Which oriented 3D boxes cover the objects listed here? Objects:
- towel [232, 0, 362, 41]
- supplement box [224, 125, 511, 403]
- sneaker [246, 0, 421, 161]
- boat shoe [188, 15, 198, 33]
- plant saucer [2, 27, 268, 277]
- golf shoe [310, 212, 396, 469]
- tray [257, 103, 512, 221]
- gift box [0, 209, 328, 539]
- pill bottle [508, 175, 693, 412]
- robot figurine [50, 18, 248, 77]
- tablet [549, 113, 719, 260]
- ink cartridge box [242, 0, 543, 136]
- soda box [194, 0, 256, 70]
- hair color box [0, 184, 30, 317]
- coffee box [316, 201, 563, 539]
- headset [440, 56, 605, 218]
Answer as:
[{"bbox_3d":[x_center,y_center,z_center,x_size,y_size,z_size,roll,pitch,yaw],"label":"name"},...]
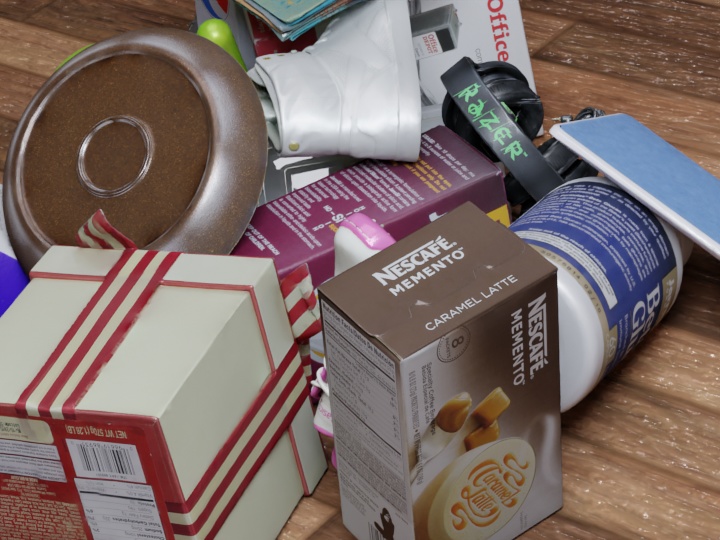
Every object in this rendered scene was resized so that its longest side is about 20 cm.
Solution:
[{"bbox_3d":[-0.040,-0.230,1.738,0.146,0.022,0.200,-28,37,-18],"label":"towel"},{"bbox_3d":[0.000,0.000,1.651,0.199,0.111,0.086,-25,34,-17],"label":"supplement box"},{"bbox_3d":[-0.025,-0.148,1.686,0.115,0.074,0.200,-2,39,-5],"label":"sneaker"},{"bbox_3d":[-0.052,-0.191,2.020,0.199,0.067,0.057,-3,49,25],"label":"boat shoe"},{"bbox_3d":[-0.156,-0.071,1.622,0.199,0.032,0.201,-8,69,22],"label":"plant saucer"},{"bbox_3d":[0.008,0.055,1.487,0.091,0.201,0.075,-34,44,-18],"label":"golf shoe"},{"bbox_3d":[0.004,-0.065,1.778,0.199,0.022,0.108,-10,68,7],"label":"tray"},{"bbox_3d":[-0.127,0.080,1.502,0.184,0.201,0.187,7,36,22],"label":"gift box"},{"bbox_3d":[0.139,0.006,1.573,0.111,0.112,0.200,6,25,29],"label":"pill bottle"},{"bbox_3d":[-0.153,-0.103,1.738,0.176,0.116,0.200,-49,25,-16],"label":"robot figurine"},{"bbox_3d":[0.221,-0.039,1.588,0.200,0.014,0.130,37,22,19],"label":"tablet"},{"bbox_3d":[0.026,-0.154,1.845,0.199,0.147,0.083,-16,33,-1],"label":"ink cartridge box"},{"bbox_3d":[-0.083,-0.194,1.893,0.063,0.201,0.068,-22,34,-26],"label":"soda box"},{"bbox_3d":[-0.262,-0.015,1.705,0.065,0.199,0.109,-54,27,18],"label":"hair color box"},{"bbox_3d":[0.049,0.075,1.420,0.114,0.201,0.080,-29,48,-24],"label":"coffee box"},{"bbox_3d":[0.121,-0.095,1.706,0.094,0.200,0.124,-39,76,6],"label":"headset"}]
